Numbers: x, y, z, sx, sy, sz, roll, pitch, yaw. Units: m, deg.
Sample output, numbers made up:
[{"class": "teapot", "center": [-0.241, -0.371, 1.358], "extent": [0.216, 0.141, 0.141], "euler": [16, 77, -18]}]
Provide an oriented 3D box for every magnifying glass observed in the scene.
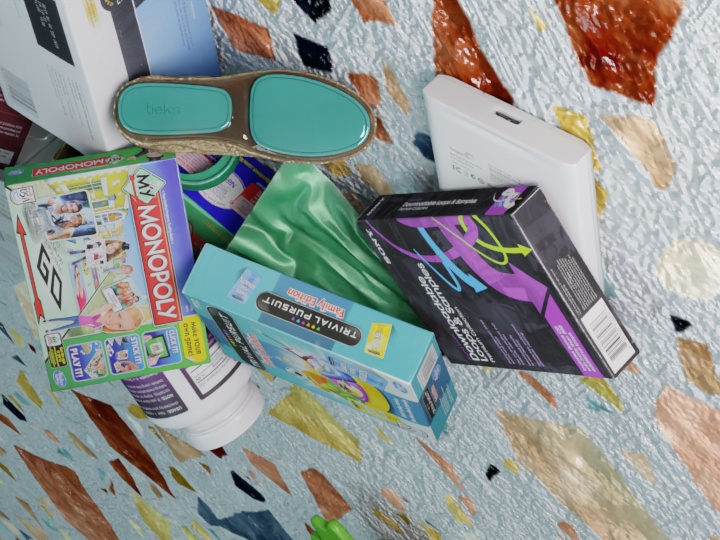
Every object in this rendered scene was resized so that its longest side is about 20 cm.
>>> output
[{"class": "magnifying glass", "center": [-0.172, -0.151, 1.508], "extent": [0.200, 0.079, 0.022], "euler": [51, 175, 17]}]

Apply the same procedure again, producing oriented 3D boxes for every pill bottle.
[{"class": "pill bottle", "center": [-0.166, 0.055, 1.565], "extent": [0.112, 0.112, 0.201], "euler": [7, 135, 54]}]

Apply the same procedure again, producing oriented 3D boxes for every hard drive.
[{"class": "hard drive", "center": [0.111, -0.035, 1.271], "extent": [0.131, 0.026, 0.201], "euler": [30, 151, 32]}]

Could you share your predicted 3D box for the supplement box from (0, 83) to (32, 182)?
[{"class": "supplement box", "center": [-0.302, -0.182, 1.473], "extent": [0.061, 0.202, 0.108], "euler": [29, -172, 33]}]

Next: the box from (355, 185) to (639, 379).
[{"class": "box", "center": [0.093, 0.009, 1.292], "extent": [0.144, 0.036, 0.199], "euler": [56, 156, -19]}]

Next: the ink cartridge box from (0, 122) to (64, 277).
[{"class": "ink cartridge box", "center": [-0.273, -0.097, 1.649], "extent": [0.146, 0.146, 0.201], "euler": [30, 152, 32]}]

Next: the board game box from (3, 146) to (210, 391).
[{"class": "board game box", "center": [-0.197, -0.001, 1.437], "extent": [0.029, 0.133, 0.202], "euler": [-106, 8, -54]}]

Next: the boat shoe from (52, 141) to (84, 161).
[{"class": "boat shoe", "center": [-0.223, -0.090, 1.512], "extent": [0.074, 0.201, 0.066], "euler": [40, 134, -7]}]

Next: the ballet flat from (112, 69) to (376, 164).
[{"class": "ballet flat", "center": [-0.084, -0.116, 1.363], "extent": [0.198, 0.071, 0.065], "euler": [7, 177, 5]}]

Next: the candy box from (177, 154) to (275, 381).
[{"class": "candy box", "center": [-0.109, -0.017, 1.591], "extent": [0.169, 0.077, 0.200], "euler": [39, 156, 12]}]

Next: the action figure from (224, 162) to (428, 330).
[{"class": "action figure", "center": [0.000, 0.000, 1.446], "extent": [0.199, 0.055, 0.118], "euler": [35, 122, -5]}]

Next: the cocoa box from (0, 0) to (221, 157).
[{"class": "cocoa box", "center": [-0.206, -0.205, 1.391], "extent": [0.133, 0.131, 0.201], "euler": [32, 152, 26]}]

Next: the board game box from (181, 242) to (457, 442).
[{"class": "board game box", "center": [-0.029, 0.060, 1.443], "extent": [0.198, 0.047, 0.151], "euler": [21, 163, 18]}]

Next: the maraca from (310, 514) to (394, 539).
[{"class": "maraca", "center": [0.024, 0.325, 1.865], "extent": [0.199, 0.107, 0.138], "euler": [38, 153, 18]}]
